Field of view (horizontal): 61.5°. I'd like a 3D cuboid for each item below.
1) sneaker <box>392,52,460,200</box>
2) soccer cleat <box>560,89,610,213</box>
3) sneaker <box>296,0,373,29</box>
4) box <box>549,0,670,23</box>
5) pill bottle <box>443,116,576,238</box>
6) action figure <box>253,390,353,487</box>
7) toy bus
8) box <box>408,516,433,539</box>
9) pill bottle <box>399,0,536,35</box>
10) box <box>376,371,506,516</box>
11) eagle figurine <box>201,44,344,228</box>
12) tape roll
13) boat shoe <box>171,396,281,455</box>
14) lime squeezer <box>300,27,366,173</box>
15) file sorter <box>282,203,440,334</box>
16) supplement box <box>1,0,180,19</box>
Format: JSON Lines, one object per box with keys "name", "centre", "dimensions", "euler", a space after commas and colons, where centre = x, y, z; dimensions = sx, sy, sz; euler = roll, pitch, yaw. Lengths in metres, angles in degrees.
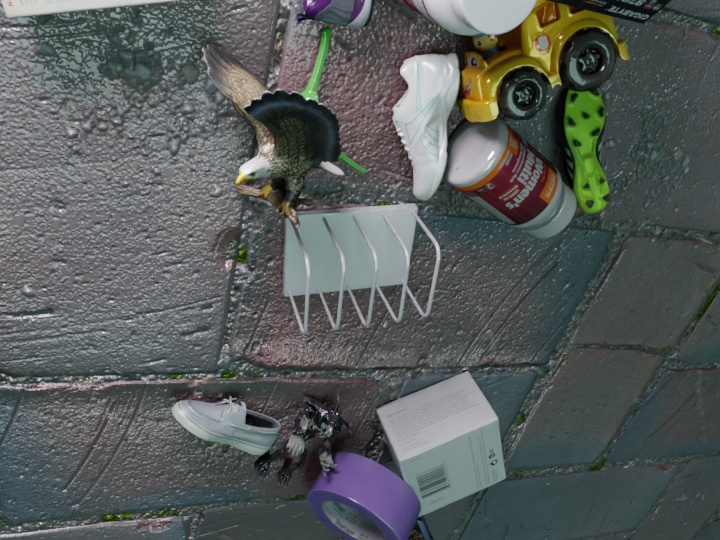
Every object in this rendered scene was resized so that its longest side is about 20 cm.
{"name": "sneaker", "centre": [0.080, -0.190, 0.810], "dimensions": [0.080, 0.071, 0.201], "euler": [1, 122, -4]}
{"name": "soccer cleat", "centre": [0.328, -0.185, 0.905], "dimensions": [0.067, 0.081, 0.201], "euler": [-13, 106, -2]}
{"name": "sneaker", "centre": [-0.024, -0.360, 0.639], "dimensions": [0.087, 0.075, 0.201], "euler": [-3, 125, -13]}
{"name": "box", "centre": [0.249, -0.381, 0.659], "dimensions": [0.158, 0.201, 0.046], "euler": [2, 164, -22]}
{"name": "pill bottle", "centre": [0.218, -0.128, 0.871], "dimensions": [0.200, 0.110, 0.110], "euler": [28, 111, -34]}
{"name": "action figure", "centre": [-0.089, 0.306, 1.067], "dimensions": [0.119, 0.102, 0.200], "euler": [38, 106, -25]}
{"name": "toy bus", "centre": [0.199, -0.299, 0.740], "dimensions": [0.199, 0.136, 0.192], "euler": [-26, 116, 0]}
{"name": "box", "centre": [0.088, 0.658, 1.361], "dimensions": [0.038, 0.137, 0.200], "euler": [27, 111, -36]}
{"name": "pill bottle", "centre": [0.102, -0.316, 0.634], "dimensions": [0.112, 0.200, 0.113], "euler": [-11, 127, -14]}
{"name": "box", "centre": [0.157, 0.333, 1.161], "dimensions": [0.199, 0.131, 0.199], "euler": [-21, 129, -6]}
{"name": "eagle figurine", "centre": [-0.096, -0.151, 0.699], "dimensions": [0.151, 0.151, 0.201], "euler": [2, 130, 1]}
{"name": "tape roll", "centre": [0.006, 0.437, 1.132], "dimensions": [0.199, 0.085, 0.200], "euler": [20, 139, 18]}
{"name": "boat shoe", "centre": [-0.215, 0.243, 1.002], "dimensions": [0.201, 0.070, 0.072], "euler": [35, 95, -39]}
{"name": "lime squeezer", "centre": [-0.046, -0.198, 0.775], "dimensions": [0.071, 0.038, 0.201], "euler": [-43, 134, -29]}
{"name": "file sorter", "centre": [0.000, 0.000, 0.869], "dimensions": [0.199, 0.125, 0.139], "euler": [-6, 126, -18]}
{"name": "supplement box", "centre": [-0.249, -0.322, 0.575], "dimensions": [0.199, 0.074, 0.126], "euler": [-11, 127, -14]}
